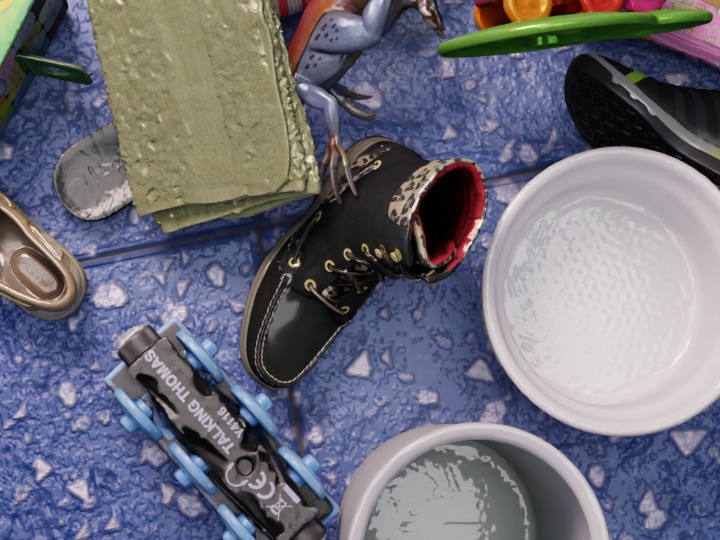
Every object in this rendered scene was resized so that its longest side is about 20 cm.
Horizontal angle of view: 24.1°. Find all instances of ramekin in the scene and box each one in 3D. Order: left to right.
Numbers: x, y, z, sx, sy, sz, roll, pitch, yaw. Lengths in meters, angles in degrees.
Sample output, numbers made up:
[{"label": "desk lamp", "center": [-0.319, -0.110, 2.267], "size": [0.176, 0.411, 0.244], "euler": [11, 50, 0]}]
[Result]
[{"label": "ramekin", "center": [0.179, 0.018, 1.219], "size": [0.198, 0.098, 0.203], "euler": [0, 86, -4]}]

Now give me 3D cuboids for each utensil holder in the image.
[{"label": "utensil holder", "center": [0.067, 0.188, 1.148], "size": [0.168, 0.200, 0.172], "euler": [0, 85, -4]}]

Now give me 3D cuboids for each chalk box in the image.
[{"label": "chalk box", "center": [-0.285, -0.170, 1.181], "size": [0.198, 0.125, 0.125], "euler": [28, 84, -1]}]

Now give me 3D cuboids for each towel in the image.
[{"label": "towel", "center": [-0.111, -0.132, 1.166], "size": [0.147, 0.036, 0.202], "euler": [-11, 100, 24]}]

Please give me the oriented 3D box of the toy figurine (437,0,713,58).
[{"label": "toy figurine", "center": [0.139, -0.249, 1.143], "size": [0.198, 0.150, 0.186], "euler": [-8, 92, -18]}]

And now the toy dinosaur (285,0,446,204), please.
[{"label": "toy dinosaur", "center": [-0.030, -0.153, 1.194], "size": [0.180, 0.105, 0.202], "euler": [-20, 97, 11]}]

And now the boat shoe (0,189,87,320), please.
[{"label": "boat shoe", "center": [-0.281, -0.038, 1.202], "size": [0.199, 0.065, 0.072], "euler": [33, 84, -2]}]

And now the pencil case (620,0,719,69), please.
[{"label": "pencil case", "center": [0.248, -0.192, 1.245], "size": [0.198, 0.087, 0.084], "euler": [22, 98, -2]}]

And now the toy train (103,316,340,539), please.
[{"label": "toy train", "center": [-0.098, 0.120, 1.182], "size": [0.087, 0.114, 0.200], "euler": [-42, 90, -9]}]

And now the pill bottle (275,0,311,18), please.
[{"label": "pill bottle", "center": [-0.010, -0.260, 1.215], "size": [0.198, 0.112, 0.113], "euler": [-21, 88, -6]}]

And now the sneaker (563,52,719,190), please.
[{"label": "sneaker", "center": [0.243, -0.106, 1.259], "size": [0.199, 0.072, 0.083], "euler": [36, 60, -2]}]

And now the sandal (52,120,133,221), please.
[{"label": "sandal", "center": [-0.135, -0.107, 1.227], "size": [0.200, 0.048, 0.076], "euler": [-40, 90, -6]}]

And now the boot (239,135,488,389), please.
[{"label": "boot", "center": [-0.001, -0.002, 1.173], "size": [0.073, 0.153, 0.205], "euler": [34, 82, -24]}]
